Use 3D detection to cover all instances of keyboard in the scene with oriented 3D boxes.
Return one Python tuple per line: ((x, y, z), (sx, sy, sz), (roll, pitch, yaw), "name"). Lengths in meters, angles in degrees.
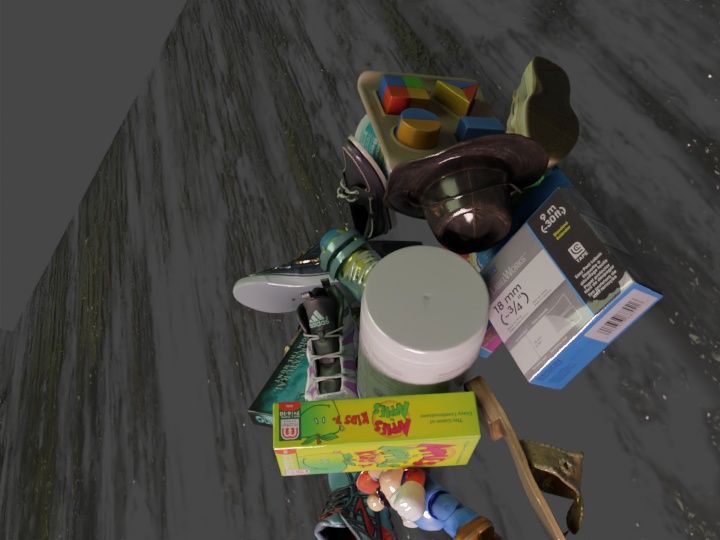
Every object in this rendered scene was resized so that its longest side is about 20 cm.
((0.021, 0.017, 1.135), (0.199, 0.020, 0.128), (4, 73, 58), "keyboard")

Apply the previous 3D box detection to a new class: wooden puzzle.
((0.103, -0.194, 0.978), (0.047, 0.183, 0.201), (109, 156, -45), "wooden puzzle")

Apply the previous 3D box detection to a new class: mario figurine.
((0.058, 0.263, 0.845), (0.200, 0.105, 0.125), (31, 126, 48), "mario figurine")

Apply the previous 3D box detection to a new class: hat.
((0.118, -0.065, 0.820), (0.200, 0.199, 0.082), (-30, 65, 45), "hat")

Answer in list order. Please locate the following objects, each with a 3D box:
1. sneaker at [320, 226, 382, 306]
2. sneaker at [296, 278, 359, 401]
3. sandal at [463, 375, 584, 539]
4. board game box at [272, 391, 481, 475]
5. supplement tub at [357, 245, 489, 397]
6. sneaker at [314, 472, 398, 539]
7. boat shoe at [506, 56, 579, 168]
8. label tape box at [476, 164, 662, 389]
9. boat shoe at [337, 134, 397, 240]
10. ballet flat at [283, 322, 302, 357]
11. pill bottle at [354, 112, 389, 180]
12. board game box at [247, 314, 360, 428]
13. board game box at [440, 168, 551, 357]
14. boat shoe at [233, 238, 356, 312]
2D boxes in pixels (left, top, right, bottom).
((0.000, 0.000, 0.968), (0.079, 0.131, 0.200), (-43, 1, -7), "sneaker")
((-0.045, 0.089, 0.926), (0.077, 0.141, 0.201), (-13, 35, 5), "sneaker")
((0.181, 0.184, 0.749), (0.069, 0.078, 0.213), (-27, 61, -4), "sandal")
((0.014, 0.167, 0.779), (0.102, 0.198, 0.048), (91, 175, -61), "board game box")
((0.062, 0.082, 0.828), (0.201, 0.130, 0.133), (94, 172, -55), "supplement tub")
((-0.013, 0.304, 0.949), (0.080, 0.095, 0.201), (-53, 35, 22), "sneaker")
((0.207, -0.175, 0.899), (0.065, 0.072, 0.201), (-55, 16, 42), "boat shoe")
((0.187, -0.003, 0.787), (0.144, 0.063, 0.201), (-50, 45, 26), "label tape box")
((0.002, -0.106, 1.075), (0.062, 0.200, 0.073), (-34, 58, -6), "boat shoe")
((-0.086, 0.076, 1.164), (0.067, 0.046, 0.201), (-52, 15, 52), "ballet flat")
((0.075, -0.156, 1.065), (0.111, 0.110, 0.200), (-61, 32, 12), "pill bottle")
((-0.043, 0.131, 1.018), (0.134, 0.028, 0.201), (3, 39, 27), "board game box")
((0.171, -0.021, 0.910), (0.201, 0.040, 0.154), (-53, 36, 25), "board game box")
((-0.088, 0.005, 1.152), (0.071, 0.198, 0.091), (80, -171, -48), "boat shoe")
